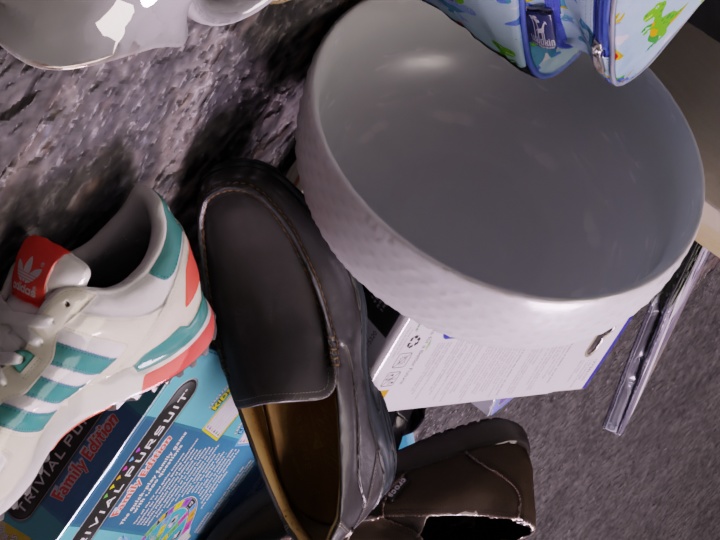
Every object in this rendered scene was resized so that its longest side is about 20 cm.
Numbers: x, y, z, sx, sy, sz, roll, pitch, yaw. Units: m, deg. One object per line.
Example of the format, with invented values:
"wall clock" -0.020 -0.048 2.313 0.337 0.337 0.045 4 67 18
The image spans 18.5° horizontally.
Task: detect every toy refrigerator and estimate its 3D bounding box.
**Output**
"toy refrigerator" 0.185 -0.059 1.131 0.076 0.200 0.070 -46 150 -10

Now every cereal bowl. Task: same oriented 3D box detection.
"cereal bowl" 0.059 -0.040 1.058 0.200 0.200 0.084 -32 158 -38

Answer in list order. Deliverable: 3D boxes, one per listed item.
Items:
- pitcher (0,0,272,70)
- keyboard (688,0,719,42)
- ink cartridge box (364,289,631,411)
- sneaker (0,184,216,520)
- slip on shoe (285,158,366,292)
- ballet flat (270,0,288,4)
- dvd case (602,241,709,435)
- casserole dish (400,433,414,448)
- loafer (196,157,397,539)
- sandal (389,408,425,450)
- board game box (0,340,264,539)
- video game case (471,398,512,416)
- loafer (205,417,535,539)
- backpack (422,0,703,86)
"pitcher" -0.039 -0.167 0.784 0.200 0.121 0.171 -52 159 24
"keyboard" 0.178 -0.185 1.199 0.128 0.020 0.200 -62 139 -28
"ink cartridge box" 0.073 0.026 1.171 0.199 0.037 0.095 0 130 -45
"sneaker" -0.150 0.035 0.960 0.199 0.070 0.094 -36 135 -29
"slip on shoe" 0.000 0.000 1.181 0.074 0.061 0.200 -46 158 -19
"ballet flat" -0.014 -0.168 0.894 0.070 0.065 0.201 -40 155 -26
"dvd case" 0.200 -0.016 1.314 0.201 0.016 0.149 -59 169 -30
"casserole dish" -0.021 0.126 1.359 0.121 0.039 0.200 -45 157 -16
"loafer" -0.033 0.043 1.060 0.072 0.072 0.201 -65 137 -58
"sandal" 0.013 0.093 1.256 0.076 0.043 0.201 -45 160 -27
"board game box" -0.103 0.099 1.147 0.151 0.047 0.200 -55 157 3
"video game case" 0.141 -0.032 1.296 0.200 0.045 0.182 -35 152 -37
"loafer" 0.008 0.143 1.200 0.199 0.072 0.073 -21 151 -5
"backpack" 0.105 -0.197 0.975 0.183 0.147 0.200 -50 154 -13
